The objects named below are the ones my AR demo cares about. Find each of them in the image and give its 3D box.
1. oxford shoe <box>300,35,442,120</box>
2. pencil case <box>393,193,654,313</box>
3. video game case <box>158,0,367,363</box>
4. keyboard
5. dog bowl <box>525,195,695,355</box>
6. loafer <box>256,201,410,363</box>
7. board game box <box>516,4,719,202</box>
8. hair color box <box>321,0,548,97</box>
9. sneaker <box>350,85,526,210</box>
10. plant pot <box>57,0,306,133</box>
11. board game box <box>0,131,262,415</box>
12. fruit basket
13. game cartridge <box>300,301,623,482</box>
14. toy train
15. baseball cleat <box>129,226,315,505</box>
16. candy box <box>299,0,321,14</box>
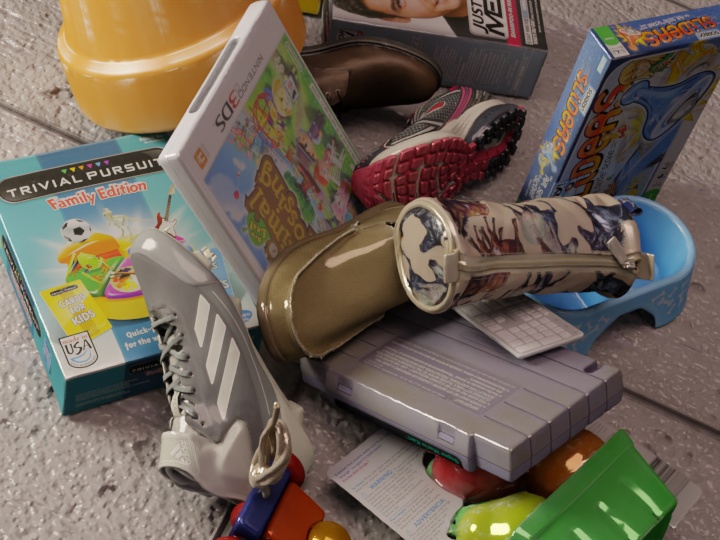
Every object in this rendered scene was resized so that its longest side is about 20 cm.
[{"bbox_3d":[-0.028,-0.148,1.154,0.196,0.073,0.085,-2,53,-1],"label":"oxford shoe"},{"bbox_3d":[0.115,-0.014,0.978,0.198,0.079,0.089,-3,7,-35],"label":"pencil case"},{"bbox_3d":[-0.057,-0.066,1.014,0.022,0.201,0.183,-9,40,31],"label":"video game case"},{"bbox_3d":[0.087,0.017,1.024,0.056,0.011,0.200,-10,25,-25],"label":"keyboard"},{"bbox_3d":[0.186,0.001,1.102,0.198,0.050,0.112,-18,58,-27],"label":"dog bowl"},{"bbox_3d":[0.000,0.000,0.986,0.067,0.077,0.200,-7,24,40],"label":"loafer"},{"bbox_3d":[0.212,-0.118,1.105,0.134,0.201,0.035,-15,56,-25],"label":"board game box"},{"bbox_3d":[0.064,-0.225,1.245,0.197,0.061,0.100,6,50,-10],"label":"hair color box"},{"bbox_3d":[0.055,-0.097,1.129,0.074,0.082,0.199,30,35,26],"label":"sneaker"},{"bbox_3d":[-0.159,-0.241,1.068,0.197,0.185,0.202,-11,38,8],"label":"plant pot"},{"bbox_3d":[-0.179,-0.006,1.007,0.149,0.047,0.201,-15,57,-26],"label":"board game box"},{"bbox_3d":[0.106,0.152,0.947,0.199,0.095,0.185,30,48,31],"label":"fruit basket"},{"bbox_3d":[0.066,0.077,0.958,0.129,0.039,0.198,-32,37,-34],"label":"game cartridge"},{"bbox_3d":[-0.025,0.162,0.814,0.114,0.201,0.085,26,49,1],"label":"toy train"},{"bbox_3d":[-0.108,0.073,0.907,0.106,0.070,0.201,-39,97,-32],"label":"baseball cleat"},{"bbox_3d":[-0.132,-0.294,1.270,0.197,0.027,0.103,8,47,-9],"label":"candy box"}]
